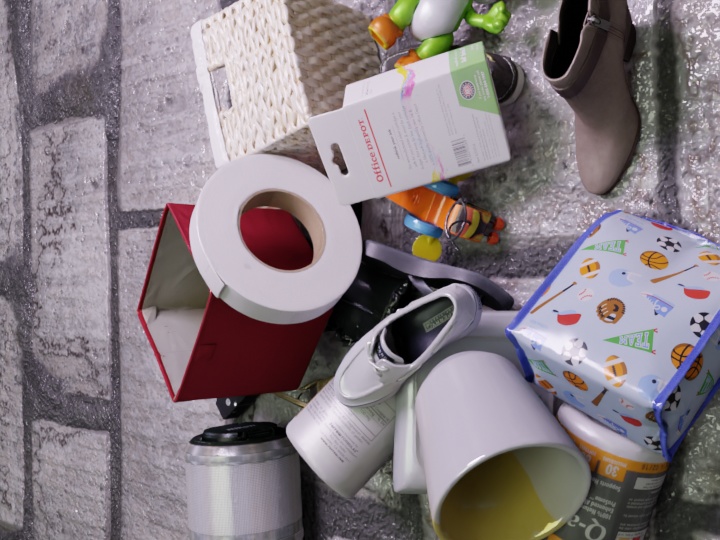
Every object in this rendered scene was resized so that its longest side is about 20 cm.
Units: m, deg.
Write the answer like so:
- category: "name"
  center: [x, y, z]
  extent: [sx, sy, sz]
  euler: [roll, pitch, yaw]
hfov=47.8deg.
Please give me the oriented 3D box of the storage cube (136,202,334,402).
- category: "storage cube"
  center: [-0.157, 0.037, 1.022]
  extent: [0.172, 0.177, 0.202]
  euler: [54, 130, 39]

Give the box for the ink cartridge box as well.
- category: "ink cartridge box"
  center: [0.053, -0.156, 0.884]
  extent: [0.196, 0.068, 0.119]
  euler: [-14, 121, 13]

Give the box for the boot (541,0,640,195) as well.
- category: "boot"
  center: [0.221, -0.180, 0.797]
  extent: [0.069, 0.145, 0.205]
  euler: [9, 96, 37]

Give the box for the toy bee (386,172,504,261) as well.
- category: "toy bee"
  center: [0.105, -0.058, 0.942]
  extent: [0.132, 0.107, 0.202]
  euler: [-57, 31, 30]

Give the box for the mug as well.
- category: "mug"
  center: [0.107, 0.172, 0.782]
  extent: [0.186, 0.149, 0.154]
  euler: [-43, 35, 18]

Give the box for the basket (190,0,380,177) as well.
- category: "basket"
  center: [-0.083, -0.230, 1.026]
  extent: [0.159, 0.198, 0.202]
  euler: [-20, 78, 36]

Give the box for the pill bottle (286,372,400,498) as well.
- category: "pill bottle"
  center: [0.018, 0.155, 0.955]
  extent: [0.200, 0.115, 0.114]
  euler: [-45, 59, -3]

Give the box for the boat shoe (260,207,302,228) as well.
- category: "boat shoe"
  center: [-0.156, -0.055, 1.176]
  extent: [0.197, 0.072, 0.076]
  euler: [-14, 125, 33]

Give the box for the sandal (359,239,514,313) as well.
- category: "sandal"
  center: [0.084, 0.018, 0.944]
  extent: [0.197, 0.076, 0.044]
  euler: [18, 78, 25]

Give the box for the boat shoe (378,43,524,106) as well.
- category: "boat shoe"
  center: [0.094, -0.236, 0.961]
  extent: [0.199, 0.060, 0.073]
  euler: [15, 99, 39]

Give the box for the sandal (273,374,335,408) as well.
- category: "sandal"
  center: [-0.018, 0.169, 1.069]
  extent: [0.209, 0.078, 0.071]
  euler: [18, 78, 33]

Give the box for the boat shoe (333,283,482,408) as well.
- category: "boat shoe"
  center: [0.035, 0.078, 0.847]
  extent: [0.200, 0.065, 0.074]
  euler: [-44, 68, 23]

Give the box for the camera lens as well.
- category: "camera lens"
  center: [-0.159, 0.318, 1.118]
  extent: [0.158, 0.158, 0.205]
  euler: [-6, 87, 40]

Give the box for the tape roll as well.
- category: "tape roll"
  center: [-0.094, -0.038, 0.923]
  extent: [0.037, 0.200, 0.206]
  euler: [-48, 60, 54]

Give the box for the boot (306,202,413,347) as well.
- category: "boot"
  center: [0.000, -0.001, 1.039]
  extent: [0.161, 0.073, 0.202]
  euler: [29, 109, 35]

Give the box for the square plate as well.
- category: "square plate"
  center: [0.133, 0.145, 0.881]
  extent: [0.194, 0.028, 0.205]
  euler: [1, 91, 3]

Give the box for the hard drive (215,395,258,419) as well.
- category: "hard drive"
  center: [-0.170, 0.107, 1.206]
  extent: [0.200, 0.037, 0.141]
  euler: [-49, 61, 31]

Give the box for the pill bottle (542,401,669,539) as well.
- category: "pill bottle"
  center: [0.228, 0.241, 0.814]
  extent: [0.115, 0.115, 0.204]
  euler: [23, 104, 38]

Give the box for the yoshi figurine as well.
- category: "yoshi figurine"
  center: [0.109, -0.300, 0.888]
  extent: [0.199, 0.112, 0.112]
  euler: [-41, 57, 2]

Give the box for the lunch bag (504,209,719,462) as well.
- category: "lunch bag"
  center: [0.266, 0.045, 0.765]
  extent: [0.169, 0.125, 0.201]
  euler: [27, 68, 38]
